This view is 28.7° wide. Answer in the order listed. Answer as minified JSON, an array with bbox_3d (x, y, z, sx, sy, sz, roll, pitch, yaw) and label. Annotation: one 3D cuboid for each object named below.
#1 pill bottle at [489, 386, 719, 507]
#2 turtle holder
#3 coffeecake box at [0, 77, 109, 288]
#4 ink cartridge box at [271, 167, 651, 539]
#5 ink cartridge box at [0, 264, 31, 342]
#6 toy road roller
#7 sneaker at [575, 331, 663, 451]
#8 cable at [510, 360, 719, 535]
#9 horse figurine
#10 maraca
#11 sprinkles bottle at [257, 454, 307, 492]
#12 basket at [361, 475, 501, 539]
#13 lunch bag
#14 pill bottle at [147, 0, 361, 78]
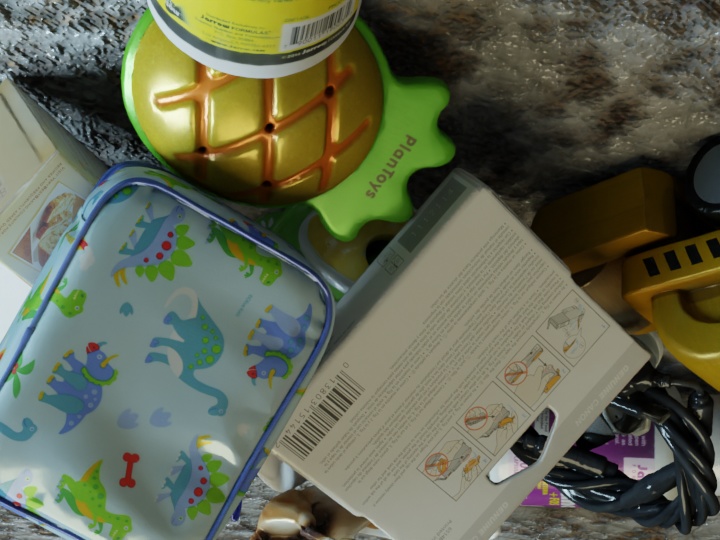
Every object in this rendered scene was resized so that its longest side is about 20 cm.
[{"bbox_3d":[0.210,0.145,1.188,0.197,0.113,0.113,0,151,10],"label":"pill bottle"},{"bbox_3d":[0.008,0.006,0.927,0.140,0.187,0.132,19,-167,-27],"label":"turtle holder"},{"bbox_3d":[-0.159,-0.011,0.886,0.073,0.153,0.200,-46,123,0],"label":"coffeecake box"},{"bbox_3d":[0.056,0.069,0.870,0.176,0.200,0.045,41,-179,-28],"label":"ink cartridge box"},{"bbox_3d":[-0.179,0.080,0.926,0.084,0.144,0.200,-46,138,0],"label":"ink cartridge box"},{"bbox_3d":[0.213,0.016,0.915,0.199,0.147,0.123,-18,143,37],"label":"toy road roller"},{"bbox_3d":[0.160,0.073,1.061,0.199,0.117,0.075,24,146,-31],"label":"sneaker"},{"bbox_3d":[0.168,0.110,1.002,0.199,0.051,0.164,11,135,41],"label":"cable"},{"bbox_3d":[-0.010,0.172,0.962,0.199,0.051,0.132,-16,-167,-43],"label":"horse figurine"},{"bbox_3d":[-0.039,-0.091,0.795,0.199,0.107,0.138,27,115,-24],"label":"maraca"},{"bbox_3d":[0.006,0.087,1.035,0.199,0.069,0.068,-28,168,-31],"label":"sprinkles bottle"},{"bbox_3d":[0.039,0.201,1.310,0.134,0.125,0.200,13,152,-14],"label":"basket"},{"bbox_3d":[-0.115,0.057,0.779,0.160,0.201,0.082,29,-176,-16],"label":"lunch bag"},{"bbox_3d":[-0.041,-0.187,0.627,0.111,0.114,0.201,8,151,-5],"label":"pill bottle"}]
